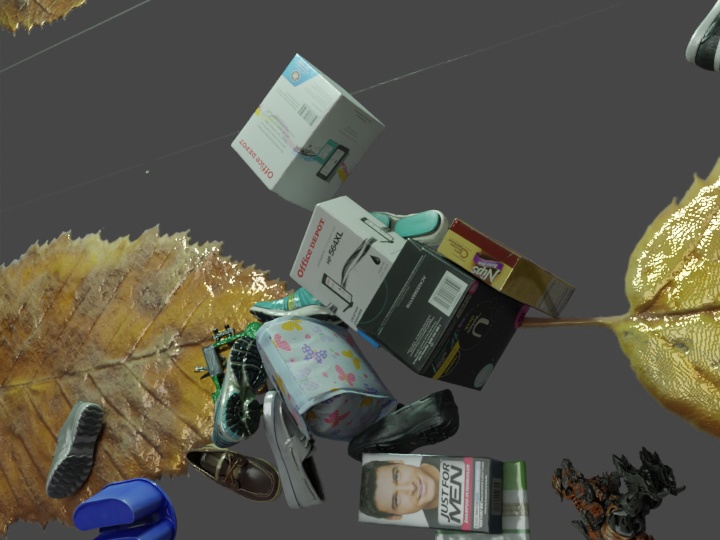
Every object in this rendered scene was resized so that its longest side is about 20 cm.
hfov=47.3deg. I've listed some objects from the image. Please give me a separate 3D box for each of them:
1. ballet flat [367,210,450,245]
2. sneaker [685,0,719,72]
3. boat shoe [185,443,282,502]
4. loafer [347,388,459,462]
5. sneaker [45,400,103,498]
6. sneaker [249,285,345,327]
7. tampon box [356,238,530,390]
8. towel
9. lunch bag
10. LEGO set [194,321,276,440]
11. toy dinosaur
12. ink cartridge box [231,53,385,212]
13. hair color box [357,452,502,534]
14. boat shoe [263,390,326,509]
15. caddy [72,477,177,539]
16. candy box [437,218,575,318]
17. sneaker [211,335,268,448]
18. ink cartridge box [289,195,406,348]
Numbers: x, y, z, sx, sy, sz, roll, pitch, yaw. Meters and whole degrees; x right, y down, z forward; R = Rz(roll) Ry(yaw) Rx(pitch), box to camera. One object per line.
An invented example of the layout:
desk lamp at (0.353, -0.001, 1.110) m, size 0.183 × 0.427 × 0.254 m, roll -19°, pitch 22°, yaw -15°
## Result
ballet flat at (0.062, -0.058, 1.332) m, size 0.198 × 0.069 × 0.070 m, roll -2°, pitch 75°, yaw 38°
sneaker at (0.536, -0.347, 1.093) m, size 0.112 × 0.073 × 0.201 m, roll 38°, pitch 107°, yaw 32°
boat shoe at (-0.220, 0.343, 1.405) m, size 0.198 × 0.072 × 0.073 m, roll 16°, pitch 85°, yaw 36°
loafer at (0.064, 0.239, 1.250) m, size 0.199 × 0.068 × 0.071 m, roll -29°, pitch 41°, yaw 30°
sneaker at (-0.579, 0.360, 1.659) m, size 0.082 × 0.074 × 0.202 m, roll 12°, pitch 77°, yaw 50°
sneaker at (-0.100, 0.064, 1.417) m, size 0.198 × 0.078 × 0.080 m, roll -5°, pitch 54°, yaw 28°
tampon box at (0.123, 0.067, 1.170) m, size 0.126 × 0.199 × 0.151 m, roll 35°, pitch 98°, yaw 35°
towel at (0.173, 0.374, 1.160) m, size 0.148 × 0.031 × 0.203 m, roll -9°, pitch 69°, yaw 30°
lunch bag at (-0.068, 0.168, 1.273) m, size 0.127 × 0.199 × 0.170 m, roll -47°, pitch 57°, yaw 13°
LEGO set at (-0.194, 0.200, 1.429) m, size 0.153 × 0.116 × 0.201 m, roll -28°, pitch 62°, yaw -9°
toy dinosaur at (0.338, 0.302, 1.042) m, size 0.199 × 0.102 × 0.137 m, roll 30°, pitch 110°, yaw 18°
ink cartridge box at (-0.092, -0.234, 1.437) m, size 0.201 × 0.146 × 0.147 m, roll -51°, pitch 56°, yaw 11°
hair color box at (0.098, 0.314, 1.166) m, size 0.198 × 0.061 × 0.100 m, roll -5°, pitch 72°, yaw 28°
boat shoe at (-0.101, 0.283, 1.315) m, size 0.065 × 0.074 × 0.202 m, roll -11°, pitch 105°, yaw 17°
caddy at (-0.423, 0.457, 1.494) m, size 0.198 × 0.105 × 0.143 m, roll -17°, pitch 90°, yaw 29°
candy box at (0.205, -0.001, 1.133) m, size 0.116 × 0.199 × 0.057 m, roll 36°, pitch 97°, yaw 35°
sneaker at (-0.202, 0.193, 1.322) m, size 0.086 × 0.077 × 0.201 m, roll -42°, pitch 26°, yaw 36°
ink cartridge box at (0.000, 0.000, 1.294) m, size 0.199 × 0.084 × 0.147 m, roll 37°, pitch 121°, yaw 22°
